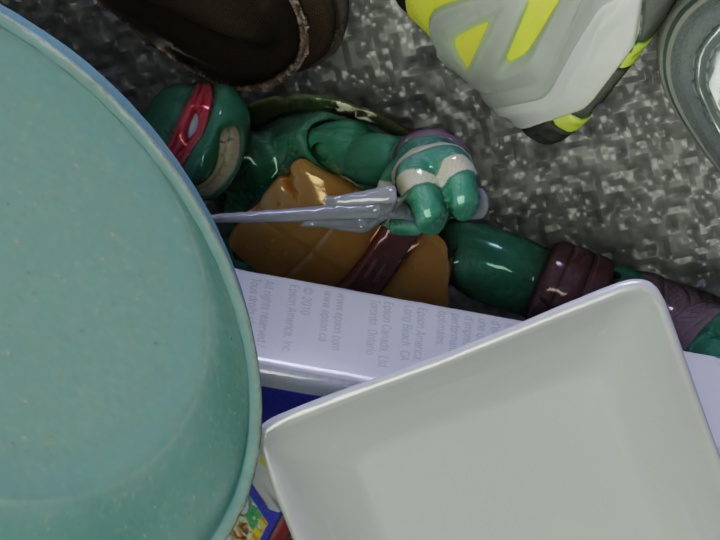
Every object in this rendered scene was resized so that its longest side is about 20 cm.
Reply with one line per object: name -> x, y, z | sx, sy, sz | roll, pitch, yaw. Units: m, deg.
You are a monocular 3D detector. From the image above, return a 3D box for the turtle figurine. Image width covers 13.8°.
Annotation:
turtle figurine -> 0.000, 0.000, 0.841 | 0.200, 0.101, 0.150 | 28, 137, -15

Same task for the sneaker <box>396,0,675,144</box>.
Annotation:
sneaker -> 0.079, -0.130, 0.806 | 0.076, 0.075, 0.200 | 34, 107, -2

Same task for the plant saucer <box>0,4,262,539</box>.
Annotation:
plant saucer -> -0.111, 0.003, 0.741 | 0.200, 0.036, 0.200 | 12, 126, 18

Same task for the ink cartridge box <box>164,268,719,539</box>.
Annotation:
ink cartridge box -> 0.033, 0.087, 0.839 | 0.200, 0.047, 0.198 | 10, 139, -5

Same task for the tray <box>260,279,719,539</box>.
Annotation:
tray -> 0.056, 0.104, 0.761 | 0.107, 0.022, 0.200 | -21, 109, 2

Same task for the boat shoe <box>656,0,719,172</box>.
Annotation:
boat shoe -> 0.166, -0.010, 0.826 | 0.201, 0.072, 0.070 | 40, 108, -3

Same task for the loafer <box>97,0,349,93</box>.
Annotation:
loafer -> -0.085, -0.109, 0.811 | 0.073, 0.071, 0.200 | -21, 128, 41
